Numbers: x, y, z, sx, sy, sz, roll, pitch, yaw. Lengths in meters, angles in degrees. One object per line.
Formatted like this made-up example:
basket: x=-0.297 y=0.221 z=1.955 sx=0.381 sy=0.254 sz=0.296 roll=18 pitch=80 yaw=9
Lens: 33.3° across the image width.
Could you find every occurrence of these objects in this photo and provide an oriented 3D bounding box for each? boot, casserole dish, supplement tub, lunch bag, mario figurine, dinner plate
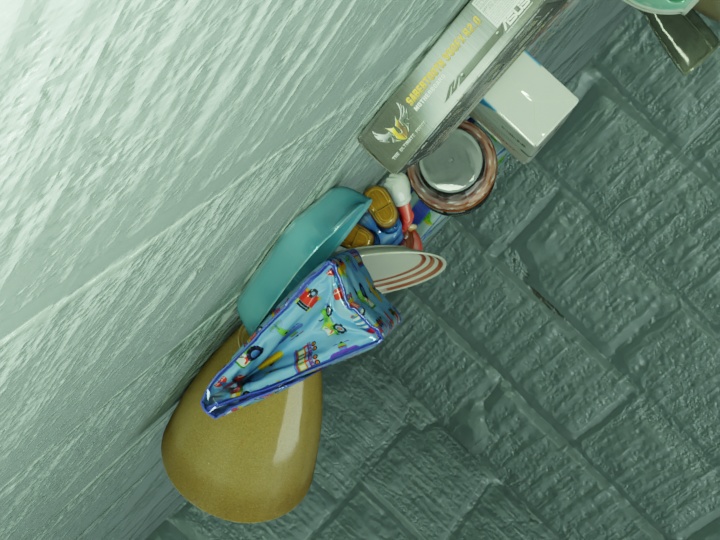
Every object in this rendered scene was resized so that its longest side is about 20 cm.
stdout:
boot: x=0.567 y=-0.472 z=2.130 sx=0.182 sy=0.200 sz=0.073 roll=-46 pitch=177 yaw=-7
casserole dish: x=-0.060 y=-0.012 z=1.168 sx=0.121 sy=0.039 sz=0.200 roll=-43 pitch=174 yaw=-43
supplement tub: x=0.107 y=-0.119 z=1.400 sx=0.107 sy=0.107 sz=0.200 roll=-47 pitch=176 yaw=3
lunch bag: x=-0.072 y=0.075 z=1.176 sx=0.199 sy=0.094 sz=0.151 roll=-35 pitch=179 yaw=10
mario figurine: x=0.009 y=-0.051 z=1.453 sx=0.122 sy=0.107 sz=0.200 roll=-11 pitch=168 yaw=8
dinner plate: x=0.000 y=0.000 z=1.386 sx=0.198 sy=0.025 sz=0.200 roll=-8 pitch=168 yaw=-2
lunch bag: x=0.122 y=-0.129 z=1.641 sx=0.200 sy=0.082 sz=0.161 roll=-49 pitch=176 yaw=32

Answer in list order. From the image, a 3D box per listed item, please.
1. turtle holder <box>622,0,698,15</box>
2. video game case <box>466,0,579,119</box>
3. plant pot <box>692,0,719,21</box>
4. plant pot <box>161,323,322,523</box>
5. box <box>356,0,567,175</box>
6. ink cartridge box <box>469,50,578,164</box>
turtle holder: x=0.350 y=-0.369 z=1.324 sx=0.186 sy=0.132 sz=0.141 roll=-48 pitch=175 yaw=25
video game case: x=0.209 y=-0.285 z=1.446 sx=0.182 sy=0.024 sz=0.200 roll=-44 pitch=175 yaw=-44
plant pot: x=0.555 y=-0.501 z=1.937 sx=0.200 sy=0.174 sz=0.200 roll=-45 pitch=177 yaw=-3
plant pot: x=-0.115 y=0.150 z=1.363 sx=0.186 sy=0.186 sz=0.201 roll=-42 pitch=162 yaw=-47
box: x=0.095 y=-0.183 z=1.060 sx=0.200 sy=0.048 sz=0.158 roll=-48 pitch=177 yaw=23
ink cartridge box: x=0.161 y=-0.183 z=1.289 sx=0.067 sy=0.116 sz=0.200 roll=-47 pitch=177 yaw=3
